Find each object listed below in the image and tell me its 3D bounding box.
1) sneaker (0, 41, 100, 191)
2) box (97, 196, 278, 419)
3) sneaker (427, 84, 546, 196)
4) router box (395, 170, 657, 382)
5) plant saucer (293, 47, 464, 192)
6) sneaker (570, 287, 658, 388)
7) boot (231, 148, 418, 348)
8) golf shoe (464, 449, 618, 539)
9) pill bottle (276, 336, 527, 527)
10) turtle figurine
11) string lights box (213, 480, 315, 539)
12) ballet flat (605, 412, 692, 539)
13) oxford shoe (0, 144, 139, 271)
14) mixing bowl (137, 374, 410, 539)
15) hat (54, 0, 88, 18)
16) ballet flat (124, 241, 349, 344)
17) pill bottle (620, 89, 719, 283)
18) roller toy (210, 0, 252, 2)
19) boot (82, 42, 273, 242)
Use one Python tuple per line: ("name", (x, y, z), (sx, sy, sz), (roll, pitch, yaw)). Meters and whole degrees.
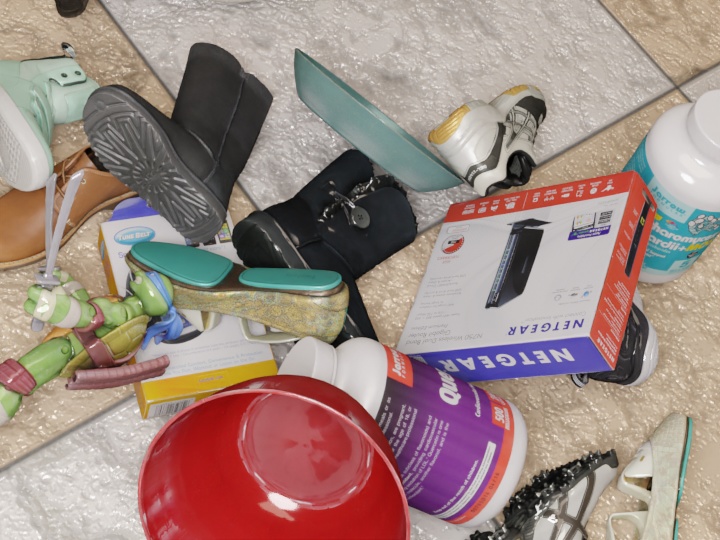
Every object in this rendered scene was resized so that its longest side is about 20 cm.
("sneaker", (-0.272, -0.141, 1.232), (0.117, 0.074, 0.201), (-11, 37, -25))
("box", (-0.154, 0.024, 1.221), (0.118, 0.042, 0.201), (-8, 60, -20))
("sneaker", (0.136, -0.119, 1.351), (0.088, 0.076, 0.200), (53, 34, 5))
("router box", (0.146, 0.009, 1.230), (0.049, 0.199, 0.180), (49, 48, -34))
("plant saucer", (0.009, -0.130, 1.299), (0.200, 0.200, 0.036), (40, 97, 9))
("sneaker", (0.191, 0.016, 1.285), (0.113, 0.075, 0.201), (-5, 63, -41))
("boot", (0.000, 0.000, 1.254), (0.168, 0.076, 0.201), (-33, 85, -38))
("golf shoe", (0.158, 0.230, 1.176), (0.199, 0.078, 0.095), (-36, 92, -29))
("pill bottle", (0.030, 0.126, 1.139), (0.199, 0.112, 0.113), (25, 54, -22))
("turtle figurine", (-0.258, 0.032, 1.104), (0.194, 0.201, 0.144), (-43, 38, -13))
("string lights box", (-0.044, 0.253, 1.101), (0.102, 0.059, 0.201), (-24, 69, -27))
("ballet flat", (0.247, 0.203, 1.213), (0.062, 0.068, 0.201), (13, 56, 4))
("oxford shoe", (-0.262, -0.070, 1.228), (0.199, 0.071, 0.071), (-36, 76, -29))
("mixing bowl", (-0.052, 0.154, 1.030), (0.199, 0.201, 0.108), (27, 25, 1))
("hat", (-0.249, -0.342, 1.334), (0.080, 0.201, 0.202), (-6, 61, -28))
("ballet flat", (-0.106, 0.024, 1.168), (0.198, 0.071, 0.071), (9, 55, 15))
("pill bottle", (0.302, -0.081, 1.316), (0.110, 0.200, 0.112), (7, 58, -11))
("roller toy", (-0.125, -0.371, 1.376), (0.181, 0.201, 0.141), (-11, 61, -1))
("boot", (-0.156, -0.145, 1.243), (0.165, 0.065, 0.201), (53, 34, -29))
